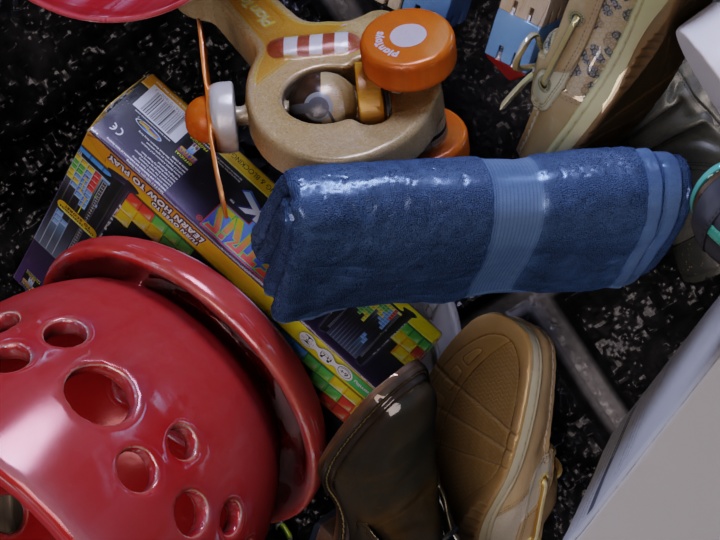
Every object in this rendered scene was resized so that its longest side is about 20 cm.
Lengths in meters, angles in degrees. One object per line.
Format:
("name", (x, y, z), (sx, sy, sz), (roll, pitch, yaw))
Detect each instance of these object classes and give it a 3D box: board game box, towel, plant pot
("board game box", (-0.073, 0.018, 1.519), (0.200, 0.057, 0.165), (42, 145, 4))
("towel", (0.053, -0.018, 1.407), (0.199, 0.112, 0.049), (-3, 69, -12))
("plant pot", (-0.131, 0.093, 1.445), (0.200, 0.183, 0.201), (28, 144, 22))

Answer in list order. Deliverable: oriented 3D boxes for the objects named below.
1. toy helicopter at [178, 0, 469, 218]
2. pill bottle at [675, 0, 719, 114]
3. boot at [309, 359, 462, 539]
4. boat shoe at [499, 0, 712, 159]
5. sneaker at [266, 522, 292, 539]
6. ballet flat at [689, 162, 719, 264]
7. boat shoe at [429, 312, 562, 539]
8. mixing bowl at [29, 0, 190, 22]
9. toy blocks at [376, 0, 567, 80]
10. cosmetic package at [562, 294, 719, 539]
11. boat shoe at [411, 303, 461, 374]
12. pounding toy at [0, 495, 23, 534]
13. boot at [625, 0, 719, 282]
("toy helicopter", (-0.043, -0.101, 1.464), (0.200, 0.132, 0.079), (47, 156, 42))
("pill bottle", (0.250, -0.134, 1.366), (0.200, 0.111, 0.111), (-35, 92, 1))
("boot", (0.032, 0.124, 1.455), (0.097, 0.075, 0.200), (46, 155, 20))
("boat shoe", (0.121, -0.120, 1.409), (0.063, 0.073, 0.200), (42, 127, 15))
("sneaker", (-0.060, 0.162, 1.585), (0.199, 0.072, 0.083), (29, 109, 9))
("ballet flat", (0.243, -0.029, 1.334), (0.073, 0.199, 0.073), (37, 134, 53))
("boat shoe", (0.068, 0.110, 1.536), (0.074, 0.069, 0.201), (35, 121, 38))
("mixing bowl", (-0.107, -0.229, 1.479), (0.199, 0.108, 0.201), (5, 102, 23))
("toy blocks", (0.046, -0.185, 1.464), (0.199, 0.100, 0.137), (28, 119, 20))
("cosmetic package", (0.236, 0.101, 1.418), (0.199, 0.123, 0.200), (34, 127, -1))
("boat shoe", (0.000, 0.000, 1.527), (0.070, 0.069, 0.201), (-15, 100, 16))
("pounding toy", (-0.233, 0.141, 1.595), (0.183, 0.142, 0.201), (2, 104, 17))
("boot", (0.216, -0.087, 1.446), (0.199, 0.068, 0.131), (-24, 90, 19))
